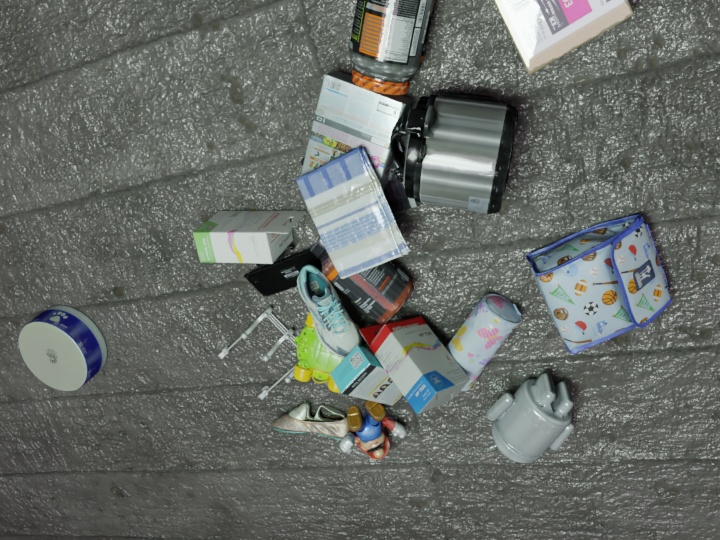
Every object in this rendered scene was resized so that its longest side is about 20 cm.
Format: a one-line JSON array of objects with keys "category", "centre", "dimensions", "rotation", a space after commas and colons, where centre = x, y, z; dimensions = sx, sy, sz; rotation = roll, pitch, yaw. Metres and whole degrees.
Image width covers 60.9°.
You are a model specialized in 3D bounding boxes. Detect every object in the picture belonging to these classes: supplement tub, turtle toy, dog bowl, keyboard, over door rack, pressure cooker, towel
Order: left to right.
[{"category": "dog bowl", "centre": [-0.734, 0.193, 1.510], "dimensions": [0.196, 0.079, 0.204], "rotation": [7, 117, 15]}, {"category": "over door rack", "centre": [-0.214, 0.193, 1.351], "dimensions": [0.148, 0.067, 0.199], "rotation": [46, 119, -7]}, {"category": "keyboard", "centre": [-0.146, -0.014, 1.255], "dimensions": [0.197, 0.040, 0.104], "rotation": [-19, 131, 23]}, {"category": "turtle toy", "centre": [-0.043, 0.168, 1.262], "dimensions": [0.196, 0.101, 0.149], "rotation": [16, 96, 7]}, {"category": "towel", "centre": [-0.014, -0.096, 1.066], "dimensions": [0.145, 0.024, 0.203], "rotation": [-21, 100, 23]}, {"category": "supplement tub", "centre": [0.000, 0.000, 1.163], "dimensions": [0.199, 0.107, 0.107], "rotation": [41, 120, -7]}, {"category": "supplement tub", "centre": [0.049, -0.388, 0.950], "dimensions": [0.120, 0.123, 0.203], "rotation": [17, 120, 9]}, {"category": "pressure cooker", "centre": [0.144, -0.190, 0.985], "dimensions": [0.196, 0.179, 0.179], "rotation": [10, 121, 12]}]

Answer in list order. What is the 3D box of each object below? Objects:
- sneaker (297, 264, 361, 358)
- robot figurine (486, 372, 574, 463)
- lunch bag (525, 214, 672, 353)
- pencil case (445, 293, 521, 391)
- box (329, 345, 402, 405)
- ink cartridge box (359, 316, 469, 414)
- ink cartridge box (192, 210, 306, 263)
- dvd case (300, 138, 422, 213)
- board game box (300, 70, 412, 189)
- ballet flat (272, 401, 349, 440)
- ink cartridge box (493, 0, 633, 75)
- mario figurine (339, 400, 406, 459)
[{"category": "sneaker", "centre": [-0.066, 0.078, 1.171], "dimensions": [0.077, 0.087, 0.201], "rotation": [-32, 75, -10]}, {"category": "robot figurine", "centre": [0.332, 0.295, 1.198], "dimensions": [0.167, 0.113, 0.202], "rotation": [26, 121, -4]}, {"category": "lunch bag", "centre": [0.410, 0.020, 1.039], "dimensions": [0.197, 0.124, 0.172], "rotation": [-24, 107, 12]}, {"category": "pencil case", "centre": [0.226, 0.141, 1.176], "dimensions": [0.089, 0.084, 0.202], "rotation": [19, 122, -15]}, {"category": "box", "centre": [0.031, 0.210, 1.203], "dimensions": [0.082, 0.199, 0.049], "rotation": [-46, 55, 11]}, {"category": "ink cartridge box", "centre": [0.099, 0.159, 1.159], "dimensions": [0.201, 0.115, 0.068], "rotation": [52, 125, 26]}, {"category": "ink cartridge box", "centre": [-0.207, -0.066, 1.192], "dimensions": [0.196, 0.117, 0.069], "rotation": [1, 117, 18]}, {"category": "dvd case", "centre": [0.001, -0.165, 1.136], "dimensions": [0.197, 0.016, 0.151], "rotation": [-14, 109, 24]}, {"category": "board game box", "centre": [-0.012, -0.222, 1.068], "dimensions": [0.145, 0.064, 0.203], "rotation": [23, 117, 8]}, {"category": "ballet flat", "centre": [-0.105, 0.337, 1.397], "dimensions": [0.196, 0.068, 0.069], "rotation": [5, 98, 9]}, {"category": "ink cartridge box", "centre": [0.277, -0.420, 0.889], "dimensions": [0.163, 0.075, 0.202], "rotation": [-25, 105, 28]}, {"category": "mario figurine", "centre": [0.029, 0.353, 1.299], "dimensions": [0.121, 0.107, 0.201], "rotation": [8, 149, 15]}]
